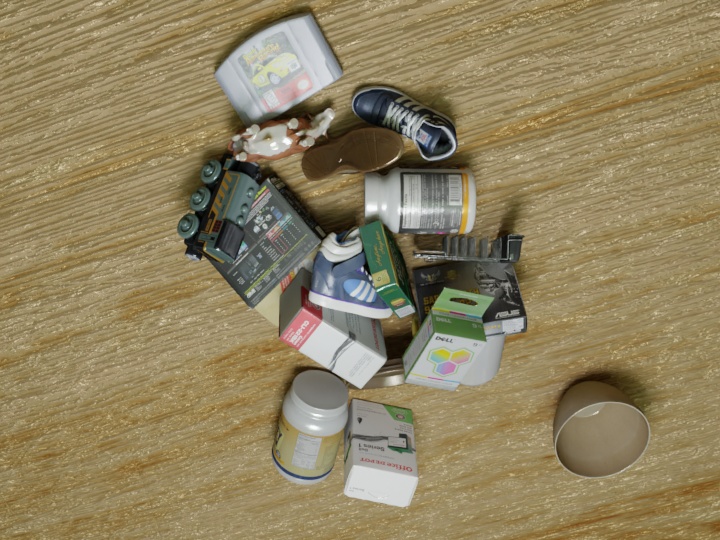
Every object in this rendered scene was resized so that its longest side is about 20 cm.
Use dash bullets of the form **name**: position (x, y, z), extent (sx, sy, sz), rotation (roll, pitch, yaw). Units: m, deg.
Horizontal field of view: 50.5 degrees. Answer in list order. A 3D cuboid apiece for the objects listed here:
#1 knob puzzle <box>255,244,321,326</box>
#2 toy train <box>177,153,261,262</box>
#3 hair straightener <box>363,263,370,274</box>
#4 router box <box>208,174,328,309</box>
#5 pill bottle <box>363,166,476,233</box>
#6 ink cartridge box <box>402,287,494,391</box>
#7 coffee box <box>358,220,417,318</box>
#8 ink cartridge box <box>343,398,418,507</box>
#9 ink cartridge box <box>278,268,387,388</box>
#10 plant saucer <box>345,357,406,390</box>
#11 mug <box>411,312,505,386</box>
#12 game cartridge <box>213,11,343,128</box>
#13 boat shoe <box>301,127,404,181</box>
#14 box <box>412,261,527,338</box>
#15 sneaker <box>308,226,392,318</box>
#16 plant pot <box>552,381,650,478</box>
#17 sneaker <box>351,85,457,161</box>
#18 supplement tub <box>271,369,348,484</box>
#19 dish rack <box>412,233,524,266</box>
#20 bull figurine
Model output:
- **knob puzzle**: position (-0.124, 0.033, 1.497), extent (0.213, 0.031, 0.225), rotation (-3, 119, -5)
- **toy train**: position (-0.240, -0.108, 1.334), extent (0.112, 0.205, 0.085), rotation (11, 163, 31)
- **hair straightener**: position (0.019, 0.018, 1.475), extent (0.199, 0.041, 0.077), rotation (39, 96, -27)
- **router box**: position (-0.179, -0.052, 1.406), extent (0.199, 0.062, 0.150), rotation (-41, 94, 18)
- **pill bottle**: position (0.104, -0.126, 1.368), extent (0.194, 0.117, 0.119), rotation (0, 120, -1)
- **ink cartridge box**: position (0.157, 0.126, 1.353), extent (0.101, 0.060, 0.202), rotation (11, 134, -16)
- **coffee box**: position (0.054, 0.003, 1.378), extent (0.043, 0.126, 0.200), rotation (-17, 158, 10)
- **ink cartridge box**: position (0.040, 0.379, 1.601), extent (0.142, 0.202, 0.086), rotation (12, 120, -9)
- **ink cartridge box**: position (-0.054, 0.109, 1.445), extent (0.198, 0.145, 0.084), rotation (33, 112, -21)
- **plant saucer**: position (0.064, 0.207, 1.542), extent (0.194, 0.030, 0.201), rotation (-9, 164, -2)
- **mug**: position (0.210, 0.137, 1.527), extent (0.147, 0.186, 0.156), rotation (-29, 133, -23)
- **game cartridge**: position (-0.143, -0.340, 1.289), extent (0.197, 0.041, 0.135), rotation (-27, 113, 14)
- **boat shoe**: position (-0.007, -0.202, 1.326), extent (0.196, 0.072, 0.074), rotation (-14, 95, 29)
- **box**: position (0.204, 0.057, 1.446), extent (0.194, 0.161, 0.049), rotation (-9, 137, 5)
- **sneaker**: position (0.000, 0.000, 1.397), extent (0.196, 0.080, 0.150), rotation (12, 97, -38)
- **plant pot**: position (0.492, 0.315, 1.613), extent (0.194, 0.135, 0.205), rotation (0, 119, -1)
- **sneaker**: position (0.079, -0.250, 1.300), extent (0.195, 0.109, 0.071), rotation (18, 118, -11)
- **supplement tub**: position (-0.104, 0.327, 1.602), extent (0.140, 0.146, 0.204), rotation (11, 119, -8)
- **dish rack**: position (0.192, -0.039, 1.399), extent (0.194, 0.153, 0.056), rotation (2, 88, 2)
- **bull figurine**: position (-0.130, -0.226, 1.291), extent (0.195, 0.121, 0.067), rotation (-18, 98, -2)
